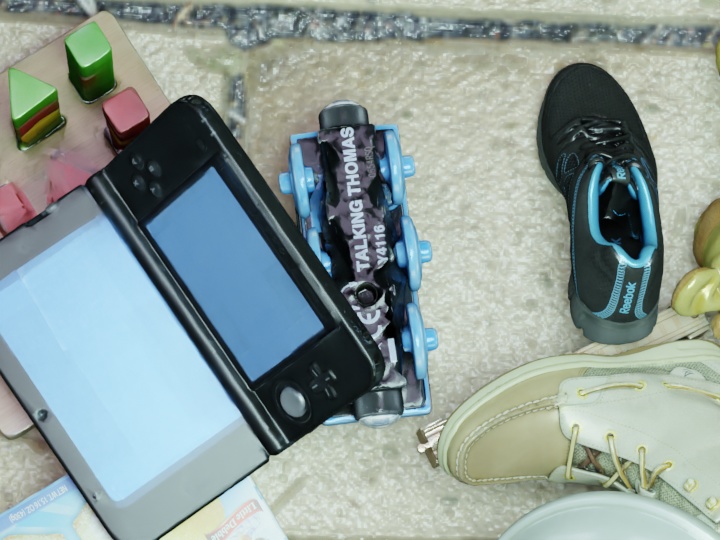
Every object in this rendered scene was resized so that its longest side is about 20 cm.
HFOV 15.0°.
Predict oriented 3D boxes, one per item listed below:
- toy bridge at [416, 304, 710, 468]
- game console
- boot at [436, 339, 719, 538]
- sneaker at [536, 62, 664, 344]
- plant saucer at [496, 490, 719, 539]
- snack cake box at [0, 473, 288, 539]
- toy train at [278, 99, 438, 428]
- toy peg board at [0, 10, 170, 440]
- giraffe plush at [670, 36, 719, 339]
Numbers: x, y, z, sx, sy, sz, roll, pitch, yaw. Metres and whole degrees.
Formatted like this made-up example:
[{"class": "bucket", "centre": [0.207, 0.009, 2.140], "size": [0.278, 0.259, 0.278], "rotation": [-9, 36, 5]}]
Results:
[{"class": "toy bridge", "centre": [0.124, 0.068, 1.685], "size": [0.199, 0.067, 0.027], "rotation": [-26, 82, -8]}, {"class": "game console", "centre": [-0.113, 0.032, 1.583], "size": [0.116, 0.176, 0.201], "rotation": [-34, 88, -41]}, {"class": "boot", "centre": [0.159, 0.119, 1.596], "size": [0.199, 0.072, 0.155], "rotation": [-11, 41, -19]}, {"class": "sneaker", "centre": [0.156, -0.056, 1.680], "size": [0.073, 0.082, 0.201], "rotation": [-3, 55, -8]}, {"class": "plant saucer", "centre": [0.143, 0.228, 1.555], "size": [0.199, 0.050, 0.202], "rotation": [7, 107, 24]}, {"class": "snack cake box", "centre": [-0.151, 0.178, 1.649], "size": [0.199, 0.067, 0.115], "rotation": [-31, 82, -8]}, {"class": "toy train", "centre": [0.000, 0.000, 1.667], "size": [0.086, 0.114, 0.201], "rotation": [-7, 79, -1]}, {"class": "toy peg board", "centre": [-0.187, -0.037, 1.672], "size": [0.199, 0.098, 0.200], "rotation": [-32, 82, -8]}, {"class": "giraffe plush", "centre": [0.267, -0.033, 1.679], "size": [0.172, 0.200, 0.163], "rotation": [25, 108, -2]}]
